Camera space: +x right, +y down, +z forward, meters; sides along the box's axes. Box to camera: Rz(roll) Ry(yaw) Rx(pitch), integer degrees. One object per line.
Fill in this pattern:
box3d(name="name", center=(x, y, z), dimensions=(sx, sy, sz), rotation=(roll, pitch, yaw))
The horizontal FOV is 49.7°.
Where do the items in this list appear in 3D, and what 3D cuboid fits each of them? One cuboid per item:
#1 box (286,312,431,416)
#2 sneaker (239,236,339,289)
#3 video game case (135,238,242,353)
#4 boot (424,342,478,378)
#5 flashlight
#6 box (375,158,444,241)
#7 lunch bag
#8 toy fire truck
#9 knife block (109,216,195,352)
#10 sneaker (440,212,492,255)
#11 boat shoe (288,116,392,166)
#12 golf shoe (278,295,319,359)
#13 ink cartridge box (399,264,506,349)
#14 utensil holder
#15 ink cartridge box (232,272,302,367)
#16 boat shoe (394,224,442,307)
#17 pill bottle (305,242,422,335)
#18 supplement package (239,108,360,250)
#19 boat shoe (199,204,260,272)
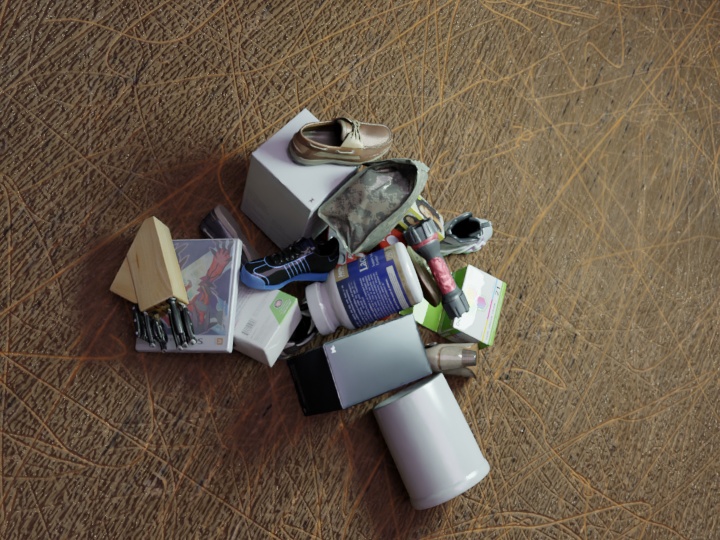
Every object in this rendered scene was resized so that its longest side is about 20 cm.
box3d(name="box", center=(-0.006, 0.180, 1.448), dimensions=(0.196, 0.198, 0.126), rotation=(-17, 83, -27))
box3d(name="sneaker", center=(-0.126, -0.020, 1.415), dimensions=(0.196, 0.079, 0.070), rotation=(-9, 41, -34))
box3d(name="video game case", center=(-0.305, 0.044, 1.383), dimensions=(0.177, 0.023, 0.206), rotation=(-1, 73, 12))
box3d(name="boot", center=(0.168, 0.181, 1.589), dimensions=(0.142, 0.200, 0.072), rotation=(0, 78, 12))
box3d(name="flashlight", center=(0.154, -0.001, 1.534), dimensions=(0.067, 0.068, 0.204), rotation=(-31, 99, -29))
box3d(name="box", center=(0.089, -0.133, 1.572), dimensions=(0.199, 0.050, 0.076), rotation=(38, 32, -26))
box3d(name="lunch bag", center=(0.035, -0.134, 1.413), dimensions=(0.199, 0.164, 0.118), rotation=(-41, 85, 10))
box3d(name="toy fire truck", center=(0.000, 0.000, 1.537), dimensions=(0.163, 0.113, 0.204), rotation=(12, 52, -8))
box3d(name="knife block", center=(-0.336, 0.031, 1.349), dimensions=(0.172, 0.064, 0.204), rotation=(22, 79, 17))
box3d(name="sneaker", center=(0.242, -0.084, 1.662), dimensions=(0.197, 0.139, 0.080), rotation=(-18, 85, -36))
box3d(name="boat shoe", center=(-0.028, -0.231, 1.370), dimensions=(0.195, 0.072, 0.077), rotation=(-13, 69, -22))
box3d(name="golf shoe", center=(-0.091, 0.091, 1.490), dimensions=(0.078, 0.094, 0.200), rotation=(45, 61, -6))
box3d(name="ink cartridge box", center=(0.196, 0.061, 1.644), dimensions=(0.197, 0.075, 0.151), rotation=(26, 67, -18))
box3d(name="utensil holder", center=(0.131, 0.325, 1.496), dimensions=(0.167, 0.170, 0.204), rotation=(-24, 84, -28))
box3d(name="ink cartridge box", center=(-0.219, 0.076, 1.418), dimensions=(0.196, 0.068, 0.118), rotation=(23, 63, 21))
box3d(name="boat shoe", center=(0.125, -0.022, 1.613), dimensions=(0.061, 0.074, 0.203), rotation=(-24, 76, -12))
box3d(name="pill bottle", center=(0.006, 0.038, 1.407), dimensions=(0.196, 0.116, 0.118), rotation=(-22, 85, 6))
box3d(name="supplement package", center=(-0.117, -0.159, 1.467), dimensions=(0.151, 0.201, 0.151), rotation=(42, 62, 6))
box3d(name="boat shoe", center=(-0.235, -0.025, 1.481), dimensions=(0.062, 0.073, 0.202), rotation=(-32, 96, 9))
